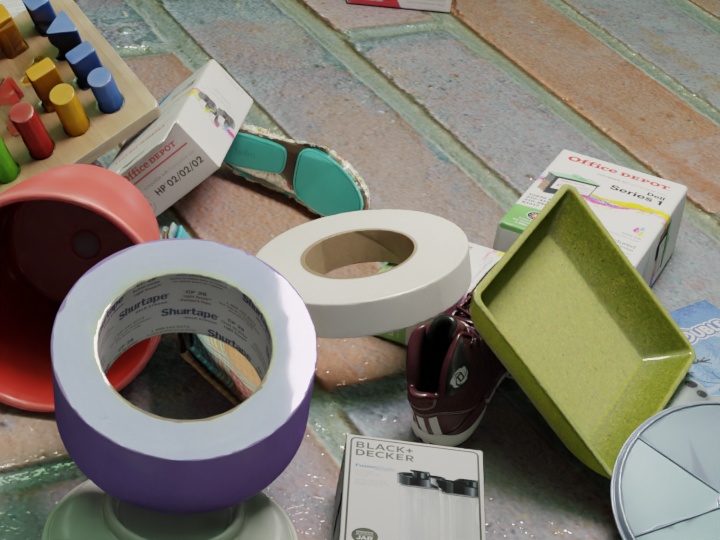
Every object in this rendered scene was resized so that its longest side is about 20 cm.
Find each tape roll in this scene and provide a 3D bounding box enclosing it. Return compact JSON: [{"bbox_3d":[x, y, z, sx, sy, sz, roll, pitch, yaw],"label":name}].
[{"bbox_3d":[0.000,0.000,1.578,0.202,0.037,0.203,-6,25,3],"label":"tape roll"},{"bbox_3d":[-0.135,0.079,1.328,0.200,0.085,0.200,3,53,-4],"label":"tape roll"}]

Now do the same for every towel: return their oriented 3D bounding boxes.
[{"bbox_3d":[-0.114,0.055,1.510,0.022,0.147,0.200,-37,31,12],"label":"towel"}]

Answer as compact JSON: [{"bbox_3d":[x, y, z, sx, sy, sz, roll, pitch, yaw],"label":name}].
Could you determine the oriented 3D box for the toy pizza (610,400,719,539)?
[{"bbox_3d":[0.300,0.195,1.413,0.200,0.032,0.201,3,53,-4],"label":"toy pizza"}]

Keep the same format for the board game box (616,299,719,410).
[{"bbox_3d":[0.312,0.113,1.579,0.200,0.043,0.199,-17,38,-34],"label":"board game box"}]

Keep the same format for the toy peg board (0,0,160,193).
[{"bbox_3d":[-0.343,-0.191,1.753,0.199,0.098,0.200,-36,63,-10],"label":"toy peg board"}]

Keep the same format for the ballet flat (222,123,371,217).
[{"bbox_3d":[-0.060,-0.108,1.837,0.200,0.076,0.064,28,20,25],"label":"ballet flat"}]

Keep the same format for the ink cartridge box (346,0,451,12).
[{"bbox_3d":[0.061,-0.456,2.310,0.146,0.200,0.083,4,32,-6],"label":"ink cartridge box"}]

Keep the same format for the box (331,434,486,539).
[{"bbox_3d":[0.036,0.213,1.332,0.116,0.060,0.200,8,31,-1],"label":"box"}]

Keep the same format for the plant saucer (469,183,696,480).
[{"bbox_3d":[0.182,0.055,1.489,0.200,0.048,0.200,52,43,-8],"label":"plant saucer"}]

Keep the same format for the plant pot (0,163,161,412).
[{"bbox_3d":[-0.256,-0.001,1.511,0.200,0.201,0.177,8,20,0],"label":"plant pot"}]

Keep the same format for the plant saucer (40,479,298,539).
[{"bbox_3d":[-0.143,0.197,1.329,0.200,0.050,0.200,6,31,-4],"label":"plant saucer"}]

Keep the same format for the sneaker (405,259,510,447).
[{"bbox_3d":[0.100,0.048,1.490,0.076,0.116,0.200,18,66,26],"label":"sneaker"}]

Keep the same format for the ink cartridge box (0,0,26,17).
[{"bbox_3d":[-0.388,-0.227,1.938,0.145,0.084,0.200,-15,39,-32],"label":"ink cartridge box"}]

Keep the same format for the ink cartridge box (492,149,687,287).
[{"bbox_3d":[0.233,-0.034,1.765,0.145,0.084,0.200,19,32,17],"label":"ink cartridge box"}]

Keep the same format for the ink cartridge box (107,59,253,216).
[{"bbox_3d":[-0.191,-0.123,1.774,0.068,0.115,0.200,47,28,-16],"label":"ink cartridge box"}]

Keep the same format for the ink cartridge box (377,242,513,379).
[{"bbox_3d":[0.123,0.037,1.630,0.200,0.067,0.117,17,32,22],"label":"ink cartridge box"}]
